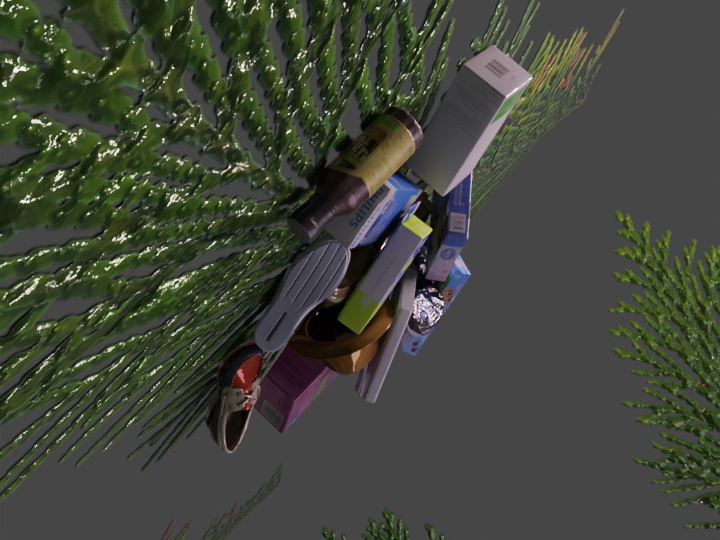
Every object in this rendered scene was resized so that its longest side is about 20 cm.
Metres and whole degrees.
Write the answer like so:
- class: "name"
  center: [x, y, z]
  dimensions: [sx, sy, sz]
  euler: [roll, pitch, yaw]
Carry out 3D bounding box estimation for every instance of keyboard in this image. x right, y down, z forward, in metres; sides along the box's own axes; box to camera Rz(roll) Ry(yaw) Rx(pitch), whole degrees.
- class: "keyboard"
  center: [0.024, 0.136, 1.707]
  dimensions: [0.056, 0.010, 0.204]
  euler: [-160, -93, -85]

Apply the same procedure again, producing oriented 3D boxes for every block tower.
- class: "block tower"
  center: [0.078, -0.074, 1.638]
  dimensions: [0.058, 0.054, 0.201]
  euler: [-44, 168, -26]

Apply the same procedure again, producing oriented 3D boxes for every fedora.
- class: "fedora"
  center: [-0.024, 0.113, 1.503]
  dimensions: [0.200, 0.198, 0.083]
  euler: [-41, 124, -42]

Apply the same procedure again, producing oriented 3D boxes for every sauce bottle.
- class: "sauce bottle"
  center: [-0.007, -0.113, 1.073]
  dimensions: [0.200, 0.064, 0.065]
  euler: [-47, 170, -22]

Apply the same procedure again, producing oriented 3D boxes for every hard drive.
- class: "hard drive"
  center: [0.050, 0.112, 1.564]
  dimensions: [0.133, 0.026, 0.202]
  euler: [-79, -172, -59]

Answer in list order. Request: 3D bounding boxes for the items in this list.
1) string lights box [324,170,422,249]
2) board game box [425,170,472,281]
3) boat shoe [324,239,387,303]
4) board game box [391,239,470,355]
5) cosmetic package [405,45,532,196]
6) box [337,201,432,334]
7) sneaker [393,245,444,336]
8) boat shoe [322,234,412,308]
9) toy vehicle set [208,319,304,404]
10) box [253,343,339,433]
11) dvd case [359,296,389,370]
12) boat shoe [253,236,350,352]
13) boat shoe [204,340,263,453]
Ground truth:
- class: "string lights box"
  center: [0.019, -0.092, 1.285]
  dimensions: [0.103, 0.059, 0.200]
  euler: [-52, 170, 13]
- class: "board game box"
  center: [0.155, -0.111, 1.575]
  dimensions: [0.200, 0.042, 0.204]
  euler: [103, -6, -68]
- class: "boat shoe"
  center: [-0.010, -0.020, 1.385]
  dimensions: [0.076, 0.072, 0.200]
  euler: [-40, -173, 31]
- class: "board game box"
  center: [0.124, 0.039, 1.732]
  dimensions: [0.202, 0.036, 0.152]
  euler: [-59, -151, 23]
- class: "cosmetic package"
  center: [0.160, -0.224, 1.352]
  dimensions: [0.107, 0.084, 0.201]
  euler: [-41, 166, -45]
- class: "box"
  center: [0.044, -0.006, 1.374]
  dimensions: [0.201, 0.047, 0.122]
  euler: [-56, 176, 14]
- class: "sneaker"
  center: [0.104, 0.047, 1.650]
  dimensions: [0.077, 0.075, 0.202]
  euler: [-44, -153, 37]
- class: "boat shoe"
  center: [0.000, 0.000, 1.515]
  dimensions: [0.199, 0.069, 0.074]
  euler: [-30, -179, -41]
- class: "toy vehicle set"
  center: [-0.156, 0.129, 1.427]
  dimensions: [0.201, 0.026, 0.124]
  euler: [-54, 170, 25]
- class: "box"
  center: [-0.100, 0.170, 1.629]
  dimensions: [0.200, 0.096, 0.177]
  euler: [-45, 169, -29]
- class: "dvd case"
  center: [0.024, 0.072, 1.710]
  dimensions: [0.201, 0.024, 0.152]
  euler: [-84, -168, -59]
- class: "boat shoe"
  center: [-0.088, 0.026, 1.278]
  dimensions: [0.200, 0.072, 0.062]
  euler: [-49, -165, 16]
- class: "boat shoe"
  center: [-0.184, 0.190, 1.347]
  dimensions: [0.070, 0.063, 0.202]
  euler: [-5, 134, -37]
